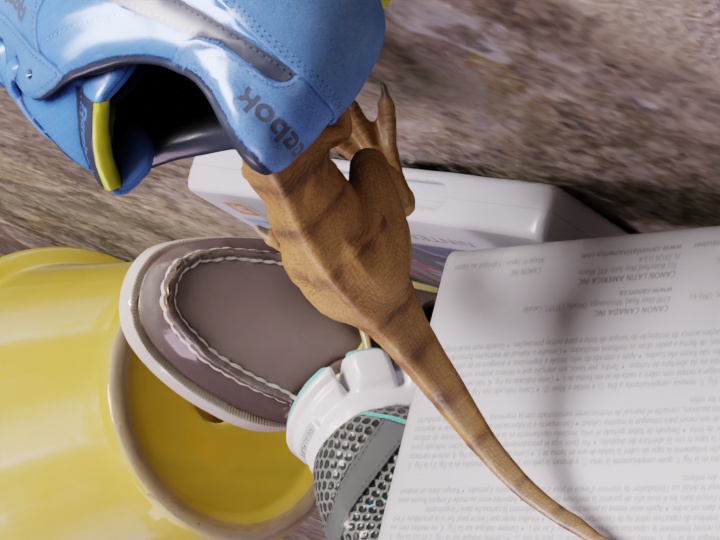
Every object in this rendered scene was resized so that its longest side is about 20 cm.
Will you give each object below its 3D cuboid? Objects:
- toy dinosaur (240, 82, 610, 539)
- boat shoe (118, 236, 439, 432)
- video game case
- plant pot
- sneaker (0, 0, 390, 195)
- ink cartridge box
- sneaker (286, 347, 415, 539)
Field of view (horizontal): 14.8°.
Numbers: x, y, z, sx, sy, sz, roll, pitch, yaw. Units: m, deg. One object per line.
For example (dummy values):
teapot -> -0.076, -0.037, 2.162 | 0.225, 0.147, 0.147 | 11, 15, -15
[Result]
toy dinosaur -> 0.000, 0.000, 0.820 | 0.200, 0.060, 0.106 | 55, -169, -19
boat shoe -> 0.008, 0.034, 1.011 | 0.199, 0.072, 0.059 | 23, 163, -28
video game case -> 0.062, 0.008, 1.023 | 0.182, 0.023, 0.200 | 9, 165, 46
plant pot -> -0.112, 0.076, 1.284 | 0.200, 0.202, 0.188 | 26, 152, -29
sneaker -> -0.081, -0.067, 0.741 | 0.199, 0.079, 0.066 | 13, 157, 39
ink cartridge box -> 0.076, 0.086, 0.840 | 0.162, 0.201, 0.050 | -5, 155, 45
sneaker -> 0.074, 0.086, 0.959 | 0.199, 0.092, 0.078 | 2, 135, -9
